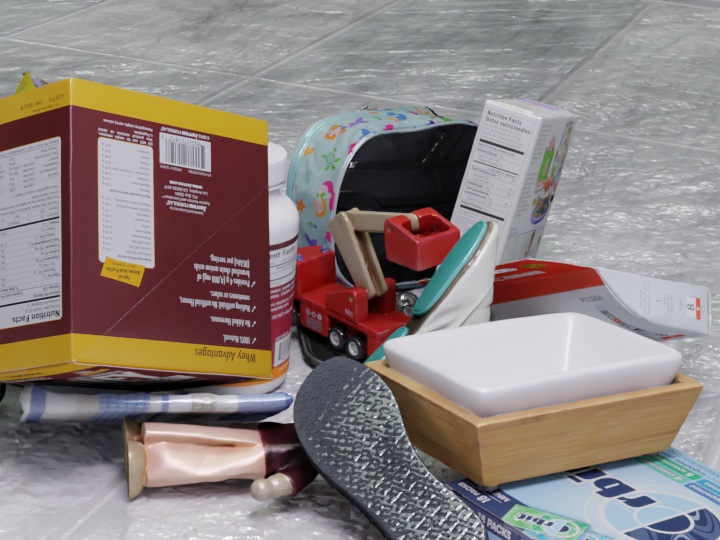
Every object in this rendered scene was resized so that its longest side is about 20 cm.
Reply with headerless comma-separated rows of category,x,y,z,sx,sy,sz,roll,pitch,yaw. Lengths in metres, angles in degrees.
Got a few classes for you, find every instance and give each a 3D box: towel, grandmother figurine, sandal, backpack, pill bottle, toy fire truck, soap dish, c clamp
towel,-0.160,0.100,1.329,0.200,0.024,0.147,1,-8,-11
grandmother figurine,-0.072,0.135,1.296,0.200,0.061,0.121,-2,29,-11
sandal,0.016,0.146,1.239,0.076,0.043,0.200,-30,57,-9
backpack,0.013,-0.071,1.705,0.150,0.178,0.200,19,22,38
pill bottle,-0.110,-0.004,1.458,0.113,0.200,0.113,4,19,-1
toy fire truck,0.000,0.000,1.503,0.049,0.141,0.200,-18,29,-37
soap dish,0.126,0.093,1.298,0.200,0.081,0.157,-7,16,-29
c clamp,0.027,0.060,1.578,0.171,0.027,0.200,-6,23,-12

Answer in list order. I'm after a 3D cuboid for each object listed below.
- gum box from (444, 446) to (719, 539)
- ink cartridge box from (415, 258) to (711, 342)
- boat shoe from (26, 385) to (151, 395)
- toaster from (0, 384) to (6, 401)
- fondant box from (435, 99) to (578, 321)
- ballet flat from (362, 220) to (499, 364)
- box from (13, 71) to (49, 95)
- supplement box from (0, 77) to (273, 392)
gum box,0.186,0.181,1.238,0.200,0.045,0.170,-9,23,-36
ink cartridge box,0.172,0.032,1.491,0.200,0.050,0.162,6,-10,-33
boat shoe,-0.249,0.054,1.451,0.199,0.074,0.068,12,26,20
toaster,-0.367,0.020,1.380,0.181,0.200,0.119,30,34,35
fondant box,0.131,-0.055,1.613,0.058,0.200,0.144,20,12,17
ballet flat,0.060,0.053,1.395,0.069,0.200,0.069,38,-3,3
box,-0.247,-0.117,1.550,0.117,0.048,0.200,29,10,-23
supplement box,-0.179,-0.017,1.298,0.133,0.200,0.197,-9,-12,41
